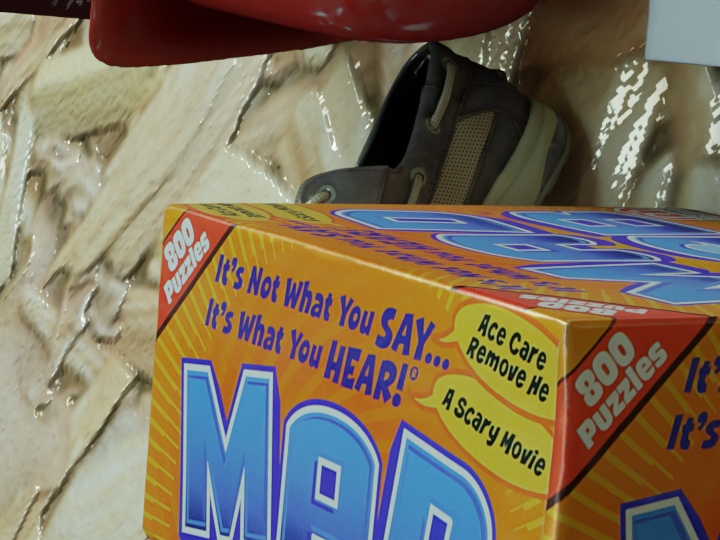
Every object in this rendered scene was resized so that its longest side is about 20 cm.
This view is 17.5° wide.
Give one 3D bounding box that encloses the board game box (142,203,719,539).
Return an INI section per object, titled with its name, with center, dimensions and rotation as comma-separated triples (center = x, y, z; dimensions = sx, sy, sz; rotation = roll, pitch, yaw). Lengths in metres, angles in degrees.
[board game box]
center = 0.069, 0.094, 0.661
dimensions = 0.199, 0.199, 0.202
rotation = 17, 104, 57

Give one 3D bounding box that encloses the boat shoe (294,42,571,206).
[boat shoe]
center = 0.000, 0.000, 0.798
dimensions = 0.074, 0.073, 0.200
rotation = -38, 16, 49

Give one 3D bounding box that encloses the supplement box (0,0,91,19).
[supplement box]
center = -0.093, -0.157, 0.924
dimensions = 0.061, 0.199, 0.109
rotation = -46, 53, 46

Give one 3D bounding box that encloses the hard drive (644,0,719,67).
[hard drive]
center = 0.143, -0.160, 0.708
dimensions = 0.132, 0.027, 0.202
rotation = 14, 101, 57

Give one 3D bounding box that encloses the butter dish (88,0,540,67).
[butter dish]
center = 0.028, -0.148, 0.780
dimensions = 0.147, 0.199, 0.201
rotation = 26, 112, 30
